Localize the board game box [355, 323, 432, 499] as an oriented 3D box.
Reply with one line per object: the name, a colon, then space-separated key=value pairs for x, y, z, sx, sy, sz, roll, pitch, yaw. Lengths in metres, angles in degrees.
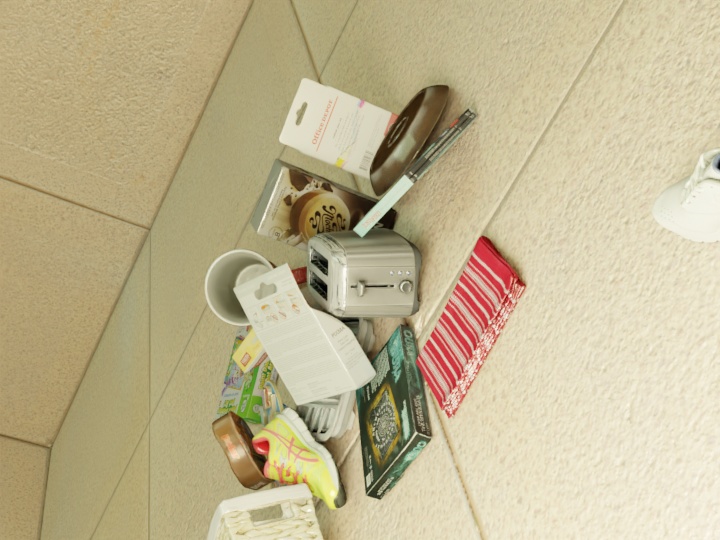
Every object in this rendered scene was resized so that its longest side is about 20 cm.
board game box: x=0.041 y=0.188 z=1.415 sx=0.136 sy=0.028 sz=0.201 roll=-55 pitch=26 yaw=33

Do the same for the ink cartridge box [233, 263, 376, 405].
ink cartridge box: x=-0.083 y=0.087 z=1.494 sx=0.047 sy=0.201 sz=0.160 roll=-32 pitch=6 yaw=-38

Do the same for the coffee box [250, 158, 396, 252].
coffee box: x=-0.059 y=-0.084 z=1.654 sx=0.114 sy=0.199 sz=0.080 roll=-67 pitch=19 yaw=9

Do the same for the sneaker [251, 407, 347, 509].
sneaker: x=-0.090 y=0.284 z=1.504 sx=0.200 sy=0.090 sz=0.079 roll=40 pitch=150 yaw=49

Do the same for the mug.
mug: x=-0.182 y=0.038 z=1.926 sx=0.200 sy=0.176 sz=0.135 roll=23 pitch=-97 yaw=-87

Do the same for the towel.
towel: x=0.132 y=0.066 z=1.312 sx=0.201 sy=0.022 sz=0.145 roll=-64 pitch=22 yaw=17

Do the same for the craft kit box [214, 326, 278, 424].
craft kit box: x=-0.207 y=0.193 z=1.989 sx=0.200 sy=0.048 sz=0.199 roll=-22 pitch=55 yaw=63

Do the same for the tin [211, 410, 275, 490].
tin: x=-0.174 y=0.273 z=1.565 sx=0.042 sy=0.112 sz=0.200 roll=-32 pitch=-14 yaw=-5

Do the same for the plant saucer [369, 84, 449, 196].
plant saucer: x=0.068 y=-0.207 z=1.613 sx=0.201 sy=0.032 sz=0.200 roll=-54 pitch=12 yaw=17

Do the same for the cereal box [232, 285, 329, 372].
cereal box: x=-0.099 y=0.077 z=1.661 sx=0.199 sy=0.040 sz=0.144 roll=-26 pitch=-20 yaw=-48

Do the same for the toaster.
toaster: x=0.000 y=0.000 z=1.508 sx=0.200 sy=0.128 sz=0.115 roll=-139 pitch=50 yaw=-66

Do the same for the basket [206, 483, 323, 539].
basket: x=-0.132 y=0.406 z=1.440 sx=0.124 sy=0.134 sz=0.201 roll=63 pitch=148 yaw=35

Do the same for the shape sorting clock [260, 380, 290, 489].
shape sorting clock: x=-0.137 y=0.276 z=1.679 sx=0.200 sy=0.039 sz=0.202 roll=179 pitch=90 yaw=-75

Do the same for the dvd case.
dvd case: x=0.079 y=-0.140 z=1.483 sx=0.200 sy=0.022 sz=0.146 roll=-46 pitch=1 yaw=-42

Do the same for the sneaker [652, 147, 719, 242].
sneaker: x=0.317 y=-0.077 z=0.902 sx=0.200 sy=0.086 sz=0.075 roll=-22 pitch=53 yaw=64

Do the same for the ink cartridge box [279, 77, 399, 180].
ink cartridge box: x=-0.033 y=-0.230 z=1.714 sx=0.117 sy=0.199 sz=0.067 roll=-67 pitch=22 yaw=6

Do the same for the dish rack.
dish rack: x=-0.037 y=0.165 z=1.604 sx=0.171 sy=0.043 sz=0.202 roll=-13 pitch=60 yaw=66
